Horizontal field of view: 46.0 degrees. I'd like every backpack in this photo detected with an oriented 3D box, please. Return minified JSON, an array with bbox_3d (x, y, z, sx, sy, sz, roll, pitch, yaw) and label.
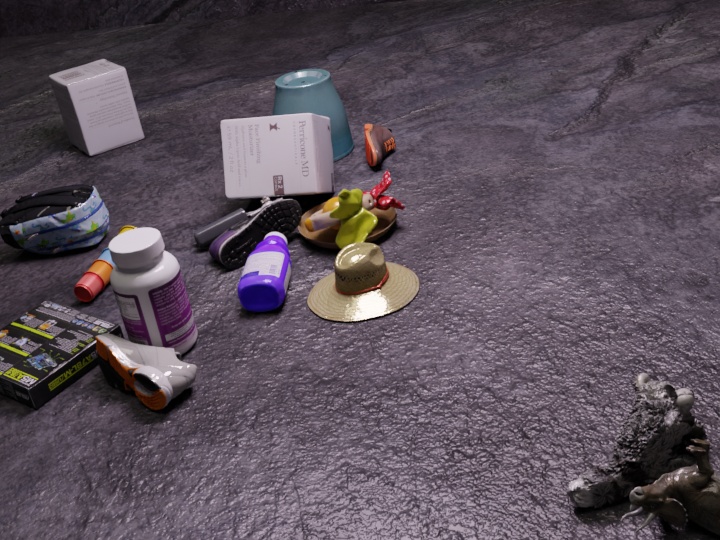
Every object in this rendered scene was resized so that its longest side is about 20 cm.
[{"bbox_3d":[-0.629,-0.111,1.784,0.199,0.154,0.163,-24,23,19],"label":"backpack"}]

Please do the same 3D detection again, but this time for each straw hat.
[{"bbox_3d":[0.000,0.000,1.457,0.200,0.086,0.201,-7,29,4],"label":"straw hat"}]

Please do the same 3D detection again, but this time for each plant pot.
[{"bbox_3d":[-0.125,-0.374,2.034,0.199,0.189,0.200,-6,30,4],"label":"plant pot"},{"bbox_3d":[-0.025,-0.092,1.684,0.199,0.028,0.200,-6,31,4],"label":"plant pot"}]

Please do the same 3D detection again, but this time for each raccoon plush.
[{"bbox_3d":[0.323,0.196,1.035,0.199,0.097,0.134,-13,22,-6],"label":"raccoon plush"}]

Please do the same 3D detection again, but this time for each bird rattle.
[{"bbox_3d":[-0.021,-0.124,1.619,0.162,0.113,0.200,-12,22,28],"label":"bird rattle"}]

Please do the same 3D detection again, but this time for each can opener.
[{"bbox_3d":[-0.239,-0.095,1.715,0.199,0.067,0.053,-23,10,-9],"label":"can opener"}]

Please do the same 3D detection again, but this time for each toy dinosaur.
[{"bbox_3d":[0.396,0.249,0.932,0.199,0.103,0.077,12,5,12],"label":"toy dinosaur"}]

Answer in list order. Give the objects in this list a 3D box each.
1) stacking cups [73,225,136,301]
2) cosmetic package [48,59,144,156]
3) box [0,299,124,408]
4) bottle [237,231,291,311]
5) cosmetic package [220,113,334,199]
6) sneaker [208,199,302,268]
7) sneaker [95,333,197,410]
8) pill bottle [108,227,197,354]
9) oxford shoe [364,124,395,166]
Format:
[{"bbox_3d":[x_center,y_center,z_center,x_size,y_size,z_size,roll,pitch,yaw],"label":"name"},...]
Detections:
[{"bbox_3d":[-0.489,-0.015,1.641,0.060,0.061,0.200,2,31,18],"label":"stacking cups"},{"bbox_3d":[-0.717,-0.445,2.305,0.166,0.201,0.167,-26,34,-27],"label":"cosmetic package"},{"bbox_3d":[-0.531,0.133,1.414,0.199,0.048,0.193,13,38,31],"label":"box"},{"bbox_3d":[-0.167,-0.003,1.528,0.083,0.066,0.200,-5,30,5],"label":"bottle"},{"bbox_3d":[-0.170,-0.239,1.790,0.199,0.166,0.165,-3,6,12],"label":"cosmetic package"},{"bbox_3d":[-0.211,-0.086,1.661,0.200,0.076,0.087,-34,31,-23],"label":"sneaker"},{"bbox_3d":[-0.334,0.146,1.323,0.199,0.076,0.092,26,37,34],"label":"sneaker"},{"bbox_3d":[-0.338,0.037,1.368,0.111,0.201,0.112,-6,30,4],"label":"pill bottle"},{"bbox_3d":[0.047,-0.299,1.980,0.072,0.072,0.200,-3,30,1],"label":"oxford shoe"}]
